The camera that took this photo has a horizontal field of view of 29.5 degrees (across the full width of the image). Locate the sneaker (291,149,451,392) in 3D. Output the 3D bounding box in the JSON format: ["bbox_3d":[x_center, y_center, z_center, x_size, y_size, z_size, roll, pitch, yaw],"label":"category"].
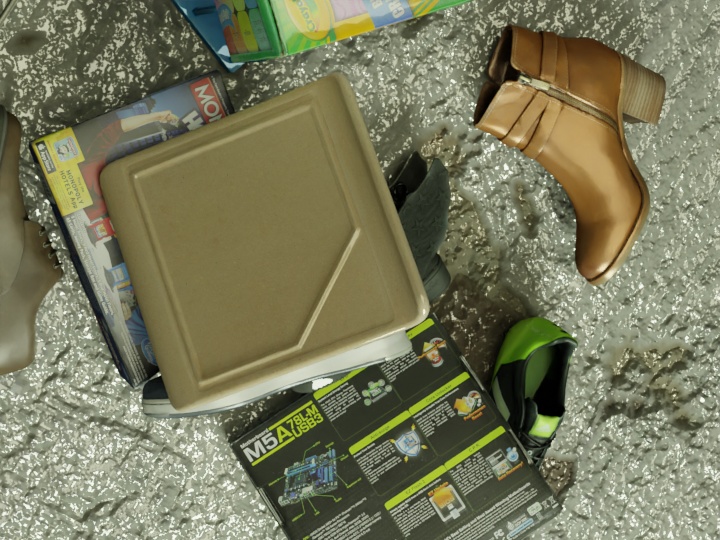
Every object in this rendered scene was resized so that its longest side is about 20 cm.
[{"bbox_3d":[0.002,0.001,1.094,0.200,0.060,0.104,-37,121,-19],"label":"sneaker"}]

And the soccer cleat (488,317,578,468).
[{"bbox_3d":[0.133,0.138,1.154,0.067,0.081,0.200,13,93,-21],"label":"soccer cleat"}]

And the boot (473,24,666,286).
[{"bbox_3d":[0.164,-0.098,1.140,0.155,0.074,0.200,15,80,-22],"label":"boot"}]

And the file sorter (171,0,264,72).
[{"bbox_3d":[-0.092,-0.265,0.994,0.139,0.123,0.200,-42,109,-10],"label":"file sorter"}]

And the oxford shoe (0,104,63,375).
[{"bbox_3d":[-0.262,-0.022,1.003,0.084,0.073,0.200,0,100,-37],"label":"oxford shoe"}]

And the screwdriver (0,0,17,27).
[{"bbox_3d":[-0.256,-0.185,0.997,0.200,0.028,0.029,-56,141,-6],"label":"screwdriver"}]

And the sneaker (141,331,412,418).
[{"bbox_3d":[-0.078,0.020,1.003,0.202,0.077,0.146,-18,96,-9],"label":"sneaker"}]

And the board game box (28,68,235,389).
[{"bbox_3d":[-0.124,-0.043,1.046,0.200,0.062,0.200,-24,105,-17],"label":"board game box"}]

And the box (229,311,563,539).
[{"bbox_3d":[0.028,0.166,1.098,0.200,0.048,0.193,-33,82,-8],"label":"box"}]

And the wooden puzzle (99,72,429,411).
[{"bbox_3d":[-0.069,-0.019,0.953,0.200,0.037,0.185,-21,80,12],"label":"wooden puzzle"}]

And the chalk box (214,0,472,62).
[{"bbox_3d":[-0.036,-0.208,0.892,0.200,0.124,0.124,-20,104,-15],"label":"chalk box"}]
